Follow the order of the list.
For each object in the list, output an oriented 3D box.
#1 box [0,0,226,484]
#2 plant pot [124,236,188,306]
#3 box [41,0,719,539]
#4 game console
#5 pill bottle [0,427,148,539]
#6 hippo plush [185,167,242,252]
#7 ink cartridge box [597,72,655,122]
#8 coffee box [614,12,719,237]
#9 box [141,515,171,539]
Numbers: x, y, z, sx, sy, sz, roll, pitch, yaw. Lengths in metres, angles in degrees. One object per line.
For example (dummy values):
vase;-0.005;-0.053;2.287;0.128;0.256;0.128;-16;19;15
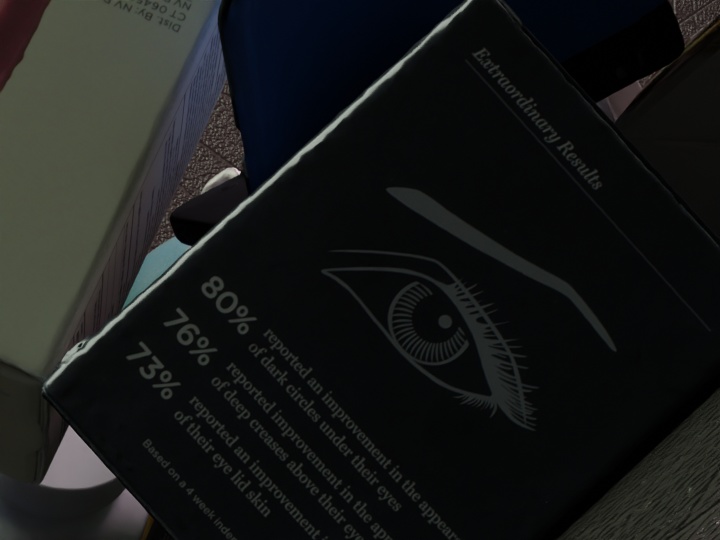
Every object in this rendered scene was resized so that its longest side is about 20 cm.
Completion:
box;-0.130;-0.041;0.857;0.128;0.109;0.200;111;-179;-66
plant pot;-0.060;0.081;1.350;0.200;0.200;0.135;-42;17;5
box;0.015;0.028;0.762;0.200;0.148;0.104;-41;-1;-5
game console;0.017;-0.096;0.882;0.200;0.118;0.171;-28;16;-21
pill bottle;-0.164;0.124;1.078;0.112;0.112;0.200;-42;-14;-40
hippo plush;0.000;0.000;0.985;0.200;0.161;0.159;-50;-23;-73
ink cartridge box;0.067;-0.050;1.074;0.200;0.116;0.067;-24;38;8
coffee box;0.181;-0.079;0.953;0.114;0.080;0.200;-41;0;17
box;-0.065;0.138;1.174;0.160;0.049;0.200;-40;-16;-41
